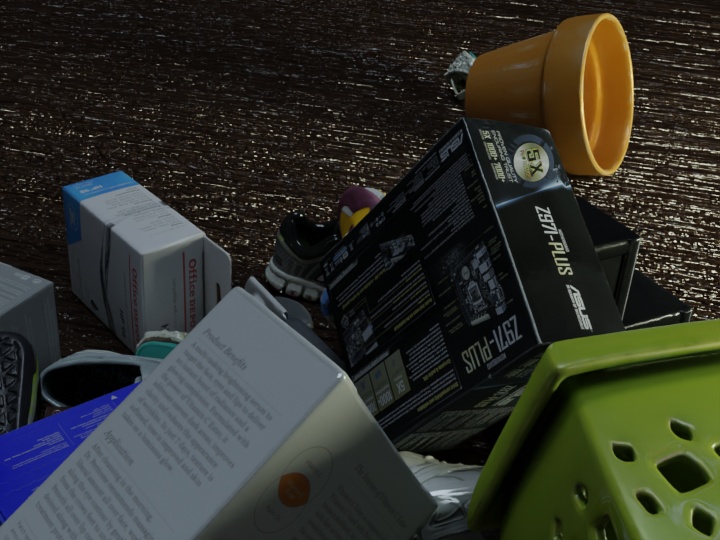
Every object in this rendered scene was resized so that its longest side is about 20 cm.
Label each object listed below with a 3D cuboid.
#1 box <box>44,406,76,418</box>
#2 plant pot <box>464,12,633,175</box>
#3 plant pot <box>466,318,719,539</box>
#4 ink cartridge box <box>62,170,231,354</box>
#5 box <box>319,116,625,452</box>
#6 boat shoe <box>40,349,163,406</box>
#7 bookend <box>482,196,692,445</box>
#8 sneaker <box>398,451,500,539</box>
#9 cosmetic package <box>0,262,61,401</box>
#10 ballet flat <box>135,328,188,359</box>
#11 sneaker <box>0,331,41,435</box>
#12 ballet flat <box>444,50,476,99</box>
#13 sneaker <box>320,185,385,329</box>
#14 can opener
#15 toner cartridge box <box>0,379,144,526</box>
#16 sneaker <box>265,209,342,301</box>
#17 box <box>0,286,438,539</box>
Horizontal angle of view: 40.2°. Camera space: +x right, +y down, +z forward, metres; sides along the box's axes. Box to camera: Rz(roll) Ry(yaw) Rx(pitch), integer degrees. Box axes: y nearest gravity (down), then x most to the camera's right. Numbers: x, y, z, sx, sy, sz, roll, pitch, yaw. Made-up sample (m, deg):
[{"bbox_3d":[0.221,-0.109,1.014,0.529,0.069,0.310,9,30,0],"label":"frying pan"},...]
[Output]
[{"bbox_3d":[-0.127,0.152,0.688,0.196,0.076,0.101,1,29,-8],"label":"box"},{"bbox_3d":[0.244,-0.229,1.307,0.180,0.204,0.200,3,25,33],"label":"plant pot"},{"bbox_3d":[0.179,0.144,0.563,0.196,0.201,0.183,-5,48,-20],"label":"plant pot"},{"bbox_3d":[-0.197,0.003,0.897,0.066,0.118,0.199,-18,36,-35],"label":"ink cartridge box"},{"bbox_3d":[0.069,0.019,0.701,0.085,0.200,0.166,2,60,-35],"label":"box"},{"bbox_3d":[-0.157,0.103,0.758,0.197,0.072,0.071,7,3,18],"label":"boat shoe"},{"bbox_3d":[0.194,0.033,0.805,0.197,0.202,0.092,-11,33,-27],"label":"bookend"},{"bbox_3d":[0.062,0.159,0.699,0.196,0.079,0.099,-4,24,-18],"label":"sneaker"},{"bbox_3d":[-0.325,0.083,0.751,0.089,0.109,0.200,18,30,23],"label":"cosmetic package"},{"bbox_3d":[-0.094,0.092,0.807,0.197,0.077,0.064,20,8,19],"label":"ballet flat"},{"bbox_3d":[-0.256,0.140,0.695,0.070,0.083,0.203,2,56,1],"label":"sneaker"},{"bbox_3d":[0.182,-0.275,1.505,0.070,0.073,0.201,-5,28,-15],"label":"ballet flat"},{"bbox_3d":[0.000,0.000,0.869,0.088,0.076,0.201,-10,46,-18],"label":"sneaker"},{"bbox_3d":[-0.050,0.066,0.868,0.065,0.054,0.200,-12,33,-27],"label":"can opener"},{"bbox_3d":[-0.139,0.119,0.629,0.198,0.044,0.095,-20,40,-33],"label":"toner cartridge box"},{"bbox_3d":[-0.001,-0.011,0.974,0.196,0.089,0.074,12,30,14],"label":"sneaker"},{"bbox_3d":[-0.077,0.143,0.546,0.200,0.153,0.106,-46,47,-13],"label":"box"}]
